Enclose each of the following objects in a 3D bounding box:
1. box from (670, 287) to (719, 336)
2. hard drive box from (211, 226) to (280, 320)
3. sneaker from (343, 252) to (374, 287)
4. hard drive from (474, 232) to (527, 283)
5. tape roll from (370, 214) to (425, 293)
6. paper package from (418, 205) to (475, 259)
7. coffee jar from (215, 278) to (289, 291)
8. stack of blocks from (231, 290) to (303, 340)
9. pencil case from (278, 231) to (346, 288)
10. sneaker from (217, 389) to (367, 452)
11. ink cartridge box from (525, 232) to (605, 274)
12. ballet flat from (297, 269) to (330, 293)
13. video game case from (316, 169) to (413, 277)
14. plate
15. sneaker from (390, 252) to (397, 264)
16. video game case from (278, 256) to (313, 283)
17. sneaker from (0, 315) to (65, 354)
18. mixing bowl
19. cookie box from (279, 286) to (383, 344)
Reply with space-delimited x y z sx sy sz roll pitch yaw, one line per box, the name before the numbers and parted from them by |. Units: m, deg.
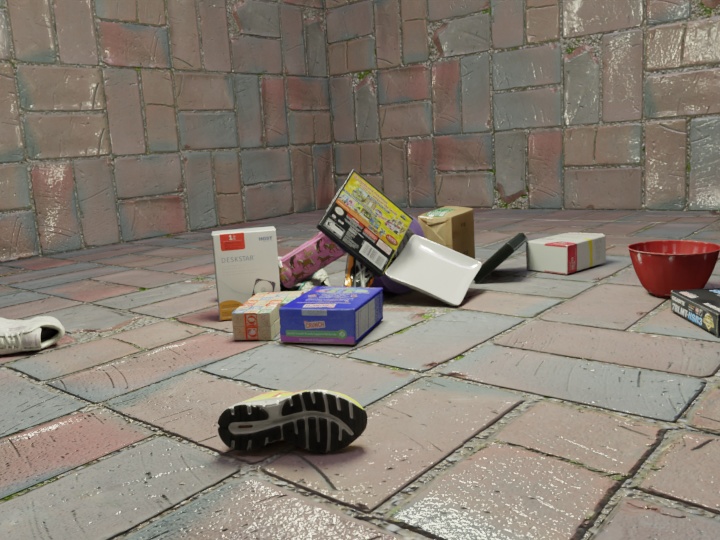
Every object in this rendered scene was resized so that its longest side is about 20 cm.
box | 0.738 0.074 1.314 0.192 0.051 0.200 -3 10 2
hard drive box | -0.271 0.005 1.622 0.151 0.206 0.077 -6 10 -10
sneaker | 0.000 0.000 1.665 0.075 0.206 0.079 7 -19 -3
hard drive | 0.385 -0.038 1.874 0.139 0.033 0.199 -44 -8 25
tape roll | 0.081 -0.046 1.772 0.084 0.206 0.197 7 15 44
paper package | 0.244 -0.074 1.893 0.101 0.196 0.199 2 12 28
coffee jar | -0.279 0.028 1.780 0.196 0.087 0.104 5 -23 37
stack of blocks | -0.198 0.097 1.496 0.112 0.060 0.200 -2 10 9
pencil case | -0.123 -0.035 1.682 0.197 0.084 0.086 -30 -5 19
sneaker | -0.085 0.190 0.905 0.194 0.081 0.090 0 3 7
ink cartridge box | 0.591 -0.052 1.947 0.196 0.086 0.143 -13 13 -37
ballet flat | -0.111 0.050 1.753 0.070 0.074 0.200 -1 13 12
video game case | 0.014 -0.115 1.650 0.183 0.198 0.025 -59 14 -26
plate | 0.181 0.004 1.675 0.196 0.033 0.200 23 39 15
sneaker | 0.062 0.002 1.869 0.197 0.082 0.074 -27 29 -19
video game case | -0.210 -0.002 1.851 0.177 0.023 0.200 7 -14 11
sneaker | -0.724 0.136 1.429 0.196 0.077 0.098 -12 12 -37
mixing bowl | 0.717 -0.001 1.556 0.194 0.112 0.200 -4 11 1
cookie box | -0.057 0.091 1.430 0.166 0.078 0.200 0 11 20
